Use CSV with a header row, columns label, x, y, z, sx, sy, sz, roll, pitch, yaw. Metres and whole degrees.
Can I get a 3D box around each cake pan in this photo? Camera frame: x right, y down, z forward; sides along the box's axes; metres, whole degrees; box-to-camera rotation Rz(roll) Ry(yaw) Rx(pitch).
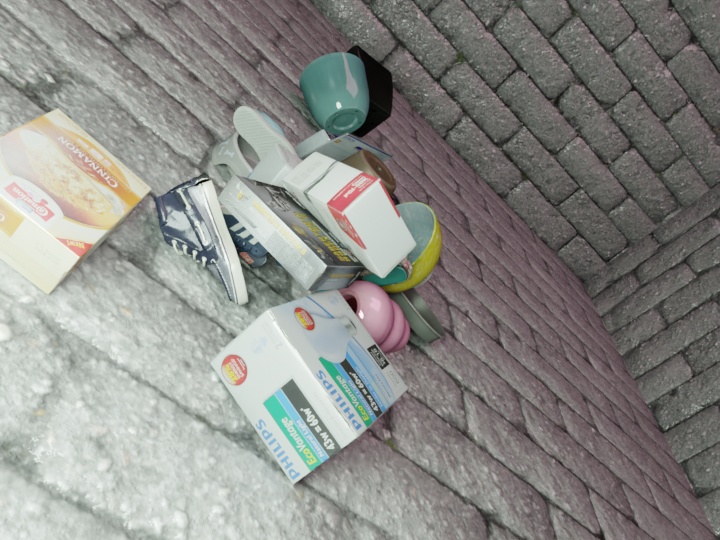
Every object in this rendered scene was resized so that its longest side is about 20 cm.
label,x,y,z,sx,sy,sz,roll,pitch,yaw
cake pan,0.114,0.079,1.311,0.201,0.037,0.200,49,11,-13

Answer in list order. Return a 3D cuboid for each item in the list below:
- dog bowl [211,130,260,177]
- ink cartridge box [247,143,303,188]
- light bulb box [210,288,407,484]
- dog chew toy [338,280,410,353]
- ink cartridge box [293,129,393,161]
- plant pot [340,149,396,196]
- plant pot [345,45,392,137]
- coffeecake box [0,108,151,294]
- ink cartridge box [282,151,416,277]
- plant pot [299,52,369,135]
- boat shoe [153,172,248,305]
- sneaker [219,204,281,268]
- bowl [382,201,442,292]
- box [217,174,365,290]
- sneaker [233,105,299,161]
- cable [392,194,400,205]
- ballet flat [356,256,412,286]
label,x,y,z,sx,sy,sz,roll,pitch,yaw
dog bowl,-0.199,-0.196,1.189,0.200,0.059,0.201,40,25,-22
ink cartridge box,-0.117,-0.113,1.095,0.199,0.146,0.086,28,24,-41
light bulb box,-0.063,0.148,0.832,0.199,0.125,0.200,53,22,8
dog chew toy,0.025,0.097,1.081,0.200,0.124,0.125,32,27,-51
ink cartridge box,-0.056,-0.260,1.359,0.199,0.198,0.041,11,63,-56
plant pot,-0.017,-0.172,1.329,0.200,0.174,0.201,39,24,-21
plant pot,-0.007,-0.555,1.912,0.199,0.199,0.179,18,49,-50
coffeecake box,-0.368,-0.090,0.712,0.153,0.073,0.201,43,25,-17
ink cartridge box,-0.021,-0.095,0.963,0.200,0.083,0.147,34,-17,49
plant pot,-0.063,-0.492,1.713,0.200,0.199,0.163,14,55,-53
boat shoe,-0.237,-0.034,0.883,0.075,0.092,0.202,172,-100,-75
sneaker,-0.194,-0.050,0.975,0.198,0.075,0.086,10,78,-36
bowl,0.090,-0.027,1.199,0.108,0.199,0.201,45,22,-35
box,-0.100,-0.055,0.897,0.200,0.048,0.158,44,13,16
sneaker,-0.160,-0.241,1.159,0.201,0.074,0.082,55,27,10
cable,0.046,-0.197,1.647,0.163,0.051,0.200,46,26,3
ballet flat,0.000,0.000,1.096,0.064,0.197,0.076,-80,160,-47
